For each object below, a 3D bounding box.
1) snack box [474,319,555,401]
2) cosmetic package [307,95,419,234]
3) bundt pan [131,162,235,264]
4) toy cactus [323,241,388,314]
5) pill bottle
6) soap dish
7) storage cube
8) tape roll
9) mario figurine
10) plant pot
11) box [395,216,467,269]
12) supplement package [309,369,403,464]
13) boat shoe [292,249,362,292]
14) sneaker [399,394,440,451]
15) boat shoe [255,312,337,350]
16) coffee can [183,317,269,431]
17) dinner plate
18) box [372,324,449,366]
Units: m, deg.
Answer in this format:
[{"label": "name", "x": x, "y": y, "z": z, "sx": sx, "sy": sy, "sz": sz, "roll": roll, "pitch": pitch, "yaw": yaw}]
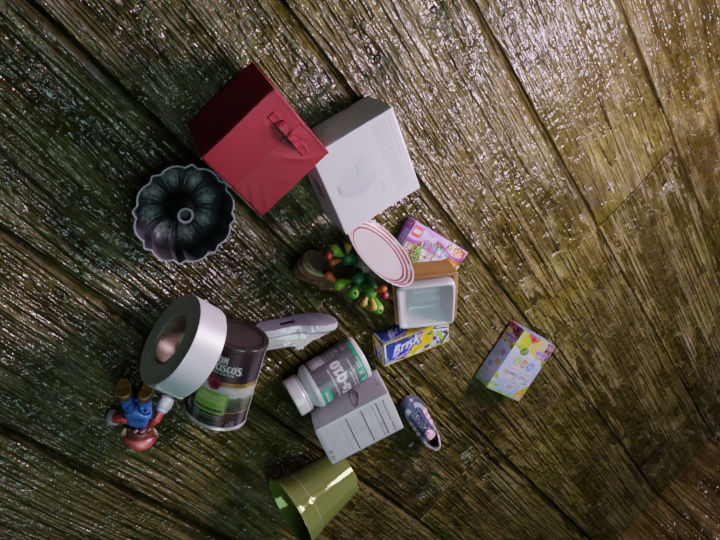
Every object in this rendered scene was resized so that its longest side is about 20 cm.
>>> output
[{"label": "snack box", "x": 0.456, "y": 0.268, "z": 1.945, "sx": 0.167, "sy": 0.068, "sz": 0.202, "roll": 25, "pitch": 102, "yaw": -36}, {"label": "cosmetic package", "x": -0.007, "y": -0.226, "z": 1.404, "sx": 0.198, "sy": 0.123, "sz": 0.201, "roll": -31, "pitch": 125, "yaw": -10}, {"label": "bundt pan", "x": -0.351, "y": -0.120, "z": 1.294, "sx": 0.199, "sy": 0.076, "sz": 0.205, "roll": -13, "pitch": 120, "yaw": -23}, {"label": "toy cactus", "x": 0.000, "y": 0.000, "z": 1.501, "sx": 0.200, "sy": 0.166, "sz": 0.102, "roll": 42, "pitch": 122, "yaw": -16}, {"label": "pill bottle", "x": -0.082, "y": 0.259, "z": 1.612, "sx": 0.198, "sy": 0.113, "sz": 0.114, "roll": -31, "pitch": 125, "yaw": -12}, {"label": "soap dish", "x": 0.156, "y": 0.057, "z": 1.606, "sx": 0.154, "sy": 0.082, "sz": 0.201, "roll": -7, "pitch": 144, "yaw": 2}, {"label": "storage cube", "x": -0.195, "y": -0.249, "z": 1.248, "sx": 0.179, "sy": 0.200, "sz": 0.171, "roll": -42, "pitch": 128, "yaw": 4}, {"label": "tape roll", "x": -0.362, "y": 0.154, "z": 1.348, "sx": 0.071, "sy": 0.202, "sz": 0.203, "roll": 35, "pitch": 95, "yaw": -37}, {"label": "mario figurine", "x": -0.477, "y": 0.298, "z": 1.423, "sx": 0.106, "sy": 0.122, "sz": 0.202, "roll": -42, "pitch": 156, "yaw": -42}, {"label": "plant pot", "x": -0.111, "y": 0.578, "z": 1.730, "sx": 0.189, "sy": 0.199, "sz": 0.203, "roll": -30, "pitch": 126, "yaw": -29}, {"label": "box", "x": 0.160, "y": -0.030, "z": 1.647, "sx": 0.198, "sy": 0.039, "sz": 0.138, "roll": 26, "pitch": 100, "yaw": -36}, {"label": "supplement package", "x": -0.014, "y": 0.359, "z": 1.630, "sx": 0.198, "sy": 0.117, "sz": 0.119, "roll": -26, "pitch": 115, "yaw": -4}, {"label": "boat shoe", "x": -0.073, "y": 0.011, "z": 1.529, "sx": 0.067, "sy": 0.073, "sz": 0.199, "roll": -33, "pitch": 143, "yaw": 32}, {"label": "sneaker", "x": 0.177, "y": 0.430, "z": 1.860, "sx": 0.070, "sy": 0.082, "sz": 0.201, "roll": -38, "pitch": 126, "yaw": -6}, {"label": "boat shoe", "x": -0.149, "y": 0.150, "z": 1.547, "sx": 0.197, "sy": 0.071, "sz": 0.071, "roll": -8, "pitch": 117, "yaw": -22}, {"label": "coffee can", "x": -0.296, "y": 0.227, "z": 1.456, "sx": 0.144, "sy": 0.146, "sz": 0.203, "roll": 7, "pitch": 111, "yaw": -31}, {"label": "dinner plate", "x": 0.042, "y": -0.040, "z": 1.491, "sx": 0.198, "sy": 0.202, "sz": 0.024, "roll": 23, "pitch": 126, "yaw": -35}, {"label": "box", "x": 0.131, "y": 0.173, "z": 1.718, "sx": 0.197, "sy": 0.064, "sz": 0.071, "roll": -19, "pitch": 122, "yaw": -21}]
